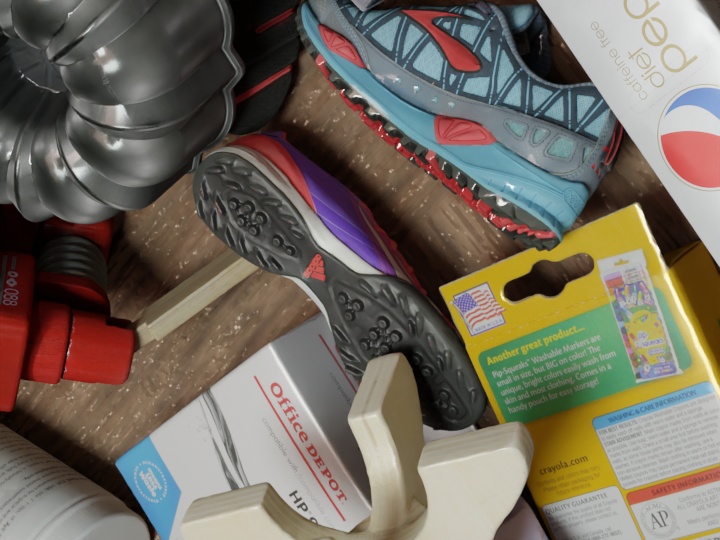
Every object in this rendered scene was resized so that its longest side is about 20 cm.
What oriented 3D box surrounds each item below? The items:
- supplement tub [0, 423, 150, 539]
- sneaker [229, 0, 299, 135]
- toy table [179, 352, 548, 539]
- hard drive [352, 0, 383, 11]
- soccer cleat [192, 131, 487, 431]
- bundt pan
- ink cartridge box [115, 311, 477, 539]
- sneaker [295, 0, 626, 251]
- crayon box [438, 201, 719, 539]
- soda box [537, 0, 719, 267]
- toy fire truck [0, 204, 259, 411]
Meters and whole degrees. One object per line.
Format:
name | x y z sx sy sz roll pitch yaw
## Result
supplement tub | -0.253 0.170 0.993 0.199 0.132 0.133 27 119 25
sneaker | -0.093 -0.173 0.821 0.087 0.073 0.202 16 130 66
toy table | 0.016 0.141 0.708 0.182 0.201 0.118 -23 116 16
hard drive | -0.009 -0.244 0.731 0.135 0.042 0.201 -45 72 35
soccer cleat | 0.000 0.000 0.804 0.200 0.073 0.068 43 127 7
bundt pan | -0.164 -0.106 0.768 0.199 0.076 0.204 12 131 14
ink cartridge box | -0.040 0.105 0.865 0.200 0.066 0.116 -38 83 36
sneaker | 0.052 -0.095 0.745 0.096 0.079 0.200 -48 59 -1
crayon box | 0.138 0.073 0.744 0.125 0.051 0.202 -23 93 37
soda box | 0.149 -0.091 0.669 0.064 0.068 0.201 -38 83 36
toy fire truck | -0.163 0.000 0.883 0.198 0.177 0.130 10 119 -15
